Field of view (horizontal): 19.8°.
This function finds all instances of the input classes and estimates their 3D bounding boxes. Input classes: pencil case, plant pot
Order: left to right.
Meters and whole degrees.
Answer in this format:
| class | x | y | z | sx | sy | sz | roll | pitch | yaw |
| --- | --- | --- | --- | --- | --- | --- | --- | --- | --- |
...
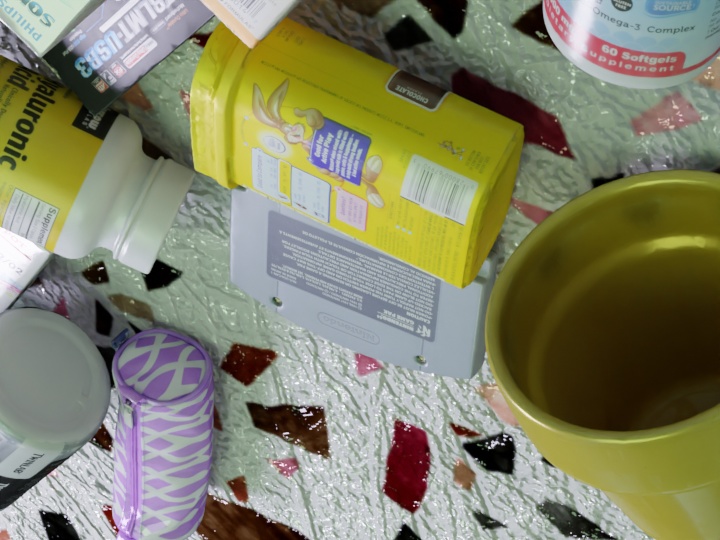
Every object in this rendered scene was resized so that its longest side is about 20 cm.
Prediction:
| class | x | y | z | sx | sy | sz | roll | pitch | yaw |
| --- | --- | --- | --- | --- | --- | --- | --- | --- | --- |
| pencil case | -0.161 | 0.138 | 1.652 | 0.084 | 0.086 | 0.201 | 22 | 138 | 17 |
| plant pot | 0.198 | 0.073 | 1.273 | 0.200 | 0.201 | 0.189 | 7 | 146 | 30 |

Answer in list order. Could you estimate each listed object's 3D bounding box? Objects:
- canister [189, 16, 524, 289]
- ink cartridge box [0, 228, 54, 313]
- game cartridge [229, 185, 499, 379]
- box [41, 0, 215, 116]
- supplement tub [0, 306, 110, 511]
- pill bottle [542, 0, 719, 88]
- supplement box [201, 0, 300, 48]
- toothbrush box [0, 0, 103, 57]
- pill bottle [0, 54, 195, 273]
| class | x | y | z | sx | sy | sz | roll | pitch | yaw |
| --- | --- | --- | --- | --- | --- | --- | --- | --- | --- |
| canister | -0.002 | -0.079 | 1.324 | 0.199 | 0.087 | 0.149 | 25 | 155 | 10 |
| ink cartridge box | -0.284 | -0.043 | 1.582 | 0.115 | 0.068 | 0.200 | 41 | 139 | -5 |
| game cartridge | 0.000 | 0.000 | 1.451 | 0.199 | 0.042 | 0.134 | 22 | 141 | 16 |
| box | -0.183 | -0.225 | 1.358 | 0.199 | 0.050 | 0.200 | 46 | 138 | -11 |
| supplement tub | -0.293 | 0.121 | 1.638 | 0.122 | 0.123 | 0.200 | 43 | 136 | -8 |
| pill bottle | 0.161 | -0.198 | 1.080 | 0.108 | 0.109 | 0.201 | 25 | 146 | 13 |
| supplement box | -0.011 | -0.231 | 1.175 | 0.074 | 0.126 | 0.200 | 43 | 138 | -6 |
| toothbrush box | -0.131 | -0.236 | 1.196 | 0.085 | 0.147 | 0.200 | 43 | 120 | -7 |
| pill bottle | -0.223 | -0.076 | 1.468 | 0.199 | 0.112 | 0.111 | 26 | 140 | -6 |
